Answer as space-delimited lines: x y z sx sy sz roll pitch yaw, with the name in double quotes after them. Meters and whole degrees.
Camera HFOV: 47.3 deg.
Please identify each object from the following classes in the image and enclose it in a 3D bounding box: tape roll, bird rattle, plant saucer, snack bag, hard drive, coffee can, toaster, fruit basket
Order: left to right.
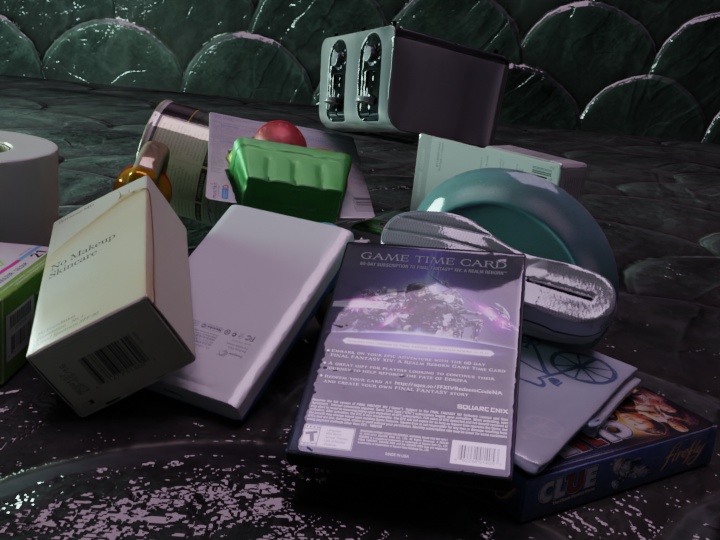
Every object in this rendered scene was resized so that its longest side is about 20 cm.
-0.425 -0.067 0.872 0.202 0.139 0.203 5 17 -1 "tape roll"
-0.243 -0.067 0.926 0.113 0.163 0.200 24 27 -4 "bird rattle"
-0.175 -0.126 1.078 0.200 0.147 0.146 16 18 0 "coffee can"
-0.106 0.027 0.706 0.132 0.025 0.200 14 50 23 "hard drive"
-0.087 -0.118 0.954 0.185 0.094 0.200 7 30 -15 "fruit basket"
0.065 -0.217 0.998 0.200 0.119 0.181 5 7 -30 "toaster"
0.097 0.079 0.631 0.188 0.021 0.200 23 26 28 "snack bag"
0.125 0.008 0.730 0.200 0.200 0.027 15 32 27 "plant saucer"

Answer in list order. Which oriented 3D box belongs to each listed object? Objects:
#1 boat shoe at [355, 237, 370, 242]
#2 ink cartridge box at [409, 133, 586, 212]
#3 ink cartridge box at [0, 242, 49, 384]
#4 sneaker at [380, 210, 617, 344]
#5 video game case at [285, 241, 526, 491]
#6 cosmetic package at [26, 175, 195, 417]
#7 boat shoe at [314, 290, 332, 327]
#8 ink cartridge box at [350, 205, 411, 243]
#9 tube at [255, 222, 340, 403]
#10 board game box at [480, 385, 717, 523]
0.000 0.000 0.883 0.200 0.074 0.065 25 64 38 "boat shoe"
0.123 -0.025 0.818 0.045 0.200 0.176 -9 23 -41 "ink cartridge box"
-0.375 0.025 0.703 0.200 0.076 0.148 7 17 -2 "ink cartridge box"
0.107 0.014 0.677 0.200 0.071 0.073 24 66 21 "sneaker"
0.041 0.056 0.579 0.143 0.019 0.200 4 44 11 "video game case"
-0.199 0.013 0.674 0.103 0.073 0.200 -27 35 2 "cosmetic package"
0.000 0.053 0.745 0.068 0.072 0.200 -4 20 -33 "boat shoe"
0.092 -0.018 0.981 0.146 0.083 0.200 15 19 24 "ink cartridge box"
-0.072 0.035 0.737 0.077 0.050 0.200 10 44 30 "tube"
0.156 0.122 0.638 0.200 0.035 0.135 -5 21 -32 "board game box"
